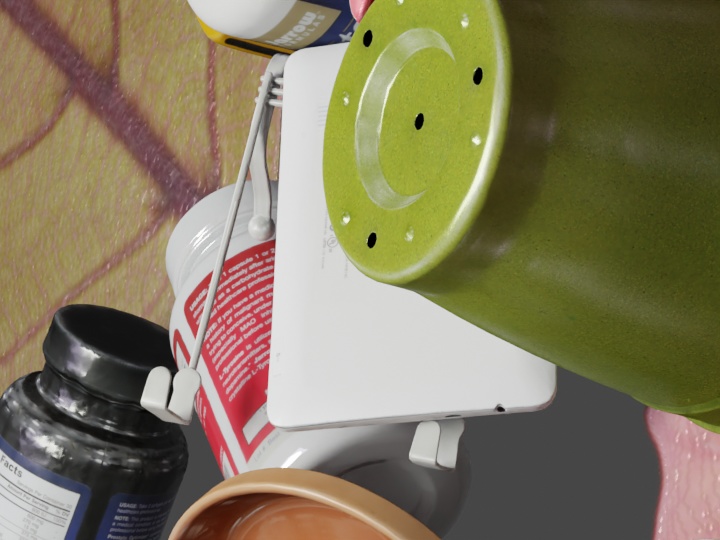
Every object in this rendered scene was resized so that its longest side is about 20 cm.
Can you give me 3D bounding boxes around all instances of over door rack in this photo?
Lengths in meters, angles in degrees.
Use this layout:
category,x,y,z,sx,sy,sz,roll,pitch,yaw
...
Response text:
category,x,y,z,sx,sy,sz,roll,pitch,yaw
over door rack,0.000,0.000,1.336,0.147,0.067,0.201,8,63,21

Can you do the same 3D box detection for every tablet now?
category,x,y,z,sx,sy,sz,roll,pitch,yaw
tablet,0.024,-0.022,1.295,0.130,0.014,0.201,-5,60,12

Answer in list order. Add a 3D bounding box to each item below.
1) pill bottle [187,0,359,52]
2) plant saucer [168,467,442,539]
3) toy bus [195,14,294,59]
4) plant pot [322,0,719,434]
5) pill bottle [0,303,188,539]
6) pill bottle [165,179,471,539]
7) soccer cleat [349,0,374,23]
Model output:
category,x,y,z,sx,sy,sz,roll,pitch,yaw
pill bottle,-0.018,-0.158,1.374,0.111,0.199,0.112,-24,61,53
plant saucer,-0.003,0.175,1.310,0.200,0.032,0.201,20,129,27
toy bus,-0.065,-0.204,1.591,0.078,0.065,0.200,-50,42,37
plant pot,0.096,-0.043,1.167,0.200,0.192,0.201,-22,63,53
pill bottle,-0.161,0.126,1.600,0.112,0.112,0.201,43,117,54
pill bottle,-0.029,0.050,1.412,0.112,0.112,0.200,-59,37,29
soccer cleat,0.086,-0.138,1.275,0.199,0.067,0.077,8,96,21
